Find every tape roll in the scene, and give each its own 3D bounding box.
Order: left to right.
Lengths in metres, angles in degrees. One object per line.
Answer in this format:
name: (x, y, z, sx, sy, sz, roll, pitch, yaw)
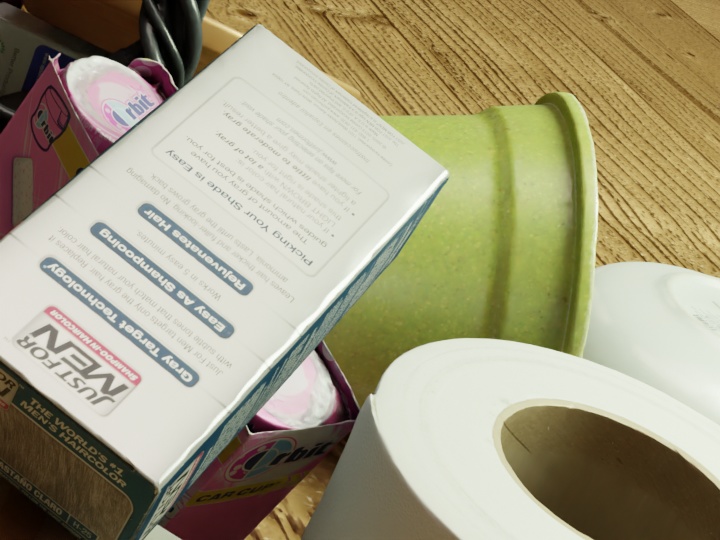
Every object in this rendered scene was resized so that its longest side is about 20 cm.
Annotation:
tape roll: (0.073, 0.137, 0.709, 0.203, 0.139, 0.203, 20, 24, -9)

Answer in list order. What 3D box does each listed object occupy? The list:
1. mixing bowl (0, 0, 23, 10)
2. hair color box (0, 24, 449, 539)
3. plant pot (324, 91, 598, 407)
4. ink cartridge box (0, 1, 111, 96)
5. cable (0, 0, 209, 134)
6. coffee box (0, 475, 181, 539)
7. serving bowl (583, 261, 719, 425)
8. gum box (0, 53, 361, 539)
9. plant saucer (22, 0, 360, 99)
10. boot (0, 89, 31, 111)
mixing bowl: (-0.257, -0.167, 1.013, 0.108, 0.200, 0.200, 49, 31, 14)
hair color box: (-0.062, 0.002, 0.667, 0.100, 0.061, 0.200, 38, 47, 5)
plant pot: (0.000, 0.000, 0.902, 0.184, 0.201, 0.200, 6, 27, -9)
ink cartridge box: (-0.128, -0.063, 0.997, 0.200, 0.095, 0.037, 26, 21, 6)
cable: (-0.141, -0.139, 0.849, 0.163, 0.200, 0.051, 15, 1, 25)
coffee box: (-0.178, 0.097, 0.639, 0.200, 0.080, 0.114, 29, 24, 13)
serving bowl: (0.190, 0.051, 0.984, 0.200, 0.066, 0.200, 18, 25, -9)
gum box: (-0.096, 0.015, 0.768, 0.066, 0.114, 0.200, -5, 56, -46)
plant saucer: (-0.097, -0.120, 0.966, 0.200, 0.037, 0.200, 24, 4, -2)
boot: (-0.216, -0.033, 0.910, 0.132, 0.070, 0.200, 9, 33, 7)
